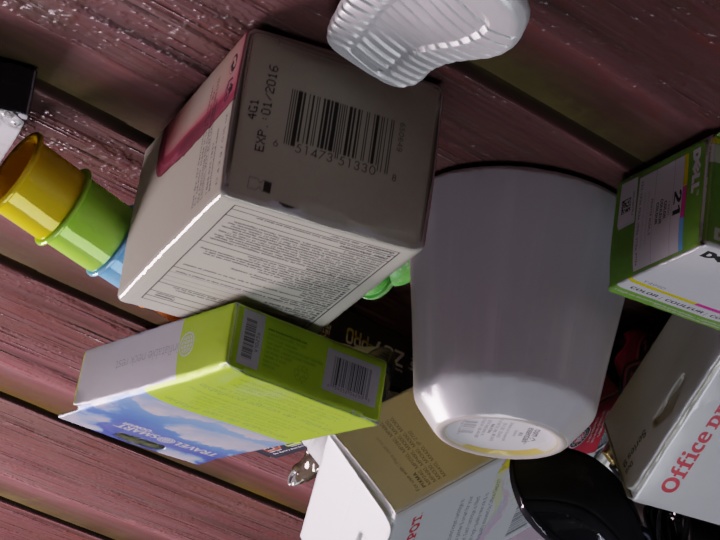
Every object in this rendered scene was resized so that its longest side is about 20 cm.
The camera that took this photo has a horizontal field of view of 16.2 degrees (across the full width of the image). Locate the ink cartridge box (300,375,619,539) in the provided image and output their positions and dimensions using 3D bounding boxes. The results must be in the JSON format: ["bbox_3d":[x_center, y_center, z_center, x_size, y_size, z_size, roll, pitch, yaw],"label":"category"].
[{"bbox_3d":[0.067,0.136,1.758,0.199,0.083,0.146,-26,152,-27],"label":"ink cartridge box"}]

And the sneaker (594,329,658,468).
[{"bbox_3d":[0.178,0.094,1.821,0.074,0.081,0.200,30,145,-13],"label":"sneaker"}]

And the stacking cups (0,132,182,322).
[{"bbox_3d":[-0.146,-0.005,1.606,0.200,0.061,0.060,38,147,-23],"label":"stacking cups"}]

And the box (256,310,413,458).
[{"bbox_3d":[-0.058,0.078,1.887,0.161,0.049,0.200,29,148,-35],"label":"box"}]

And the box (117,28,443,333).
[{"bbox_3d":[-0.050,-0.045,1.510,0.127,0.109,0.200,16,157,-18],"label":"box"}]

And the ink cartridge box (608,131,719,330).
[{"bbox_3d":[0.261,-0.027,1.487,0.147,0.076,0.200,18,157,-24],"label":"ink cartridge box"}]

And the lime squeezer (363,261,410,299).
[{"bbox_3d":[0.000,0.000,1.672,0.070,0.038,0.200,-14,173,-20],"label":"lime squeezer"}]

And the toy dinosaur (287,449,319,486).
[{"bbox_3d":[0.036,0.138,1.973,0.199,0.102,0.077,-6,121,3],"label":"toy dinosaur"}]

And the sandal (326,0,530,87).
[{"bbox_3d":[0.032,-0.145,1.326,0.082,0.050,0.203,32,164,-16],"label":"sandal"}]

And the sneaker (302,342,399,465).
[{"bbox_3d":[-0.020,0.096,1.800,0.087,0.075,0.200,18,153,12],"label":"sneaker"}]

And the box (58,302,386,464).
[{"bbox_3d":[-0.090,0.076,1.613,0.122,0.048,0.200,23,156,-33],"label":"box"}]

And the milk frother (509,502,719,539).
[{"bbox_3d":[0.199,0.271,2.071,0.188,0.201,0.180,21,158,-28],"label":"milk frother"}]

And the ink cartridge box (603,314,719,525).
[{"bbox_3d":[0.286,0.101,1.696,0.199,0.088,0.146,16,121,-22],"label":"ink cartridge box"}]

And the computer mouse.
[{"bbox_3d":[0.175,0.154,1.721,0.046,0.141,0.200,-31,124,26],"label":"computer mouse"}]

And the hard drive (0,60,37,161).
[{"bbox_3d":[-0.310,-0.108,1.543,0.199,0.038,0.140,15,157,-17],"label":"hard drive"}]

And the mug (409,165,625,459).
[{"bbox_3d":[0.107,0.040,1.603,0.149,0.154,0.186,-11,152,37],"label":"mug"}]
